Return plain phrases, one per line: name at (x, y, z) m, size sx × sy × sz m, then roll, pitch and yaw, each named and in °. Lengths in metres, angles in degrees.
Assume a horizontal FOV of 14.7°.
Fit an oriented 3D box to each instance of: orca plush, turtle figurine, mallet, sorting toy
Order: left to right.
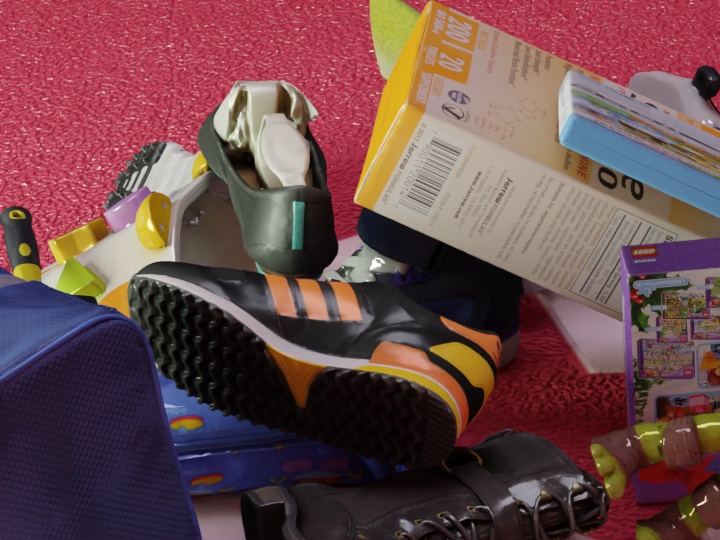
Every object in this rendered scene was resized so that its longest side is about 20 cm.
mallet at (-0.176, 0.005, 1.558) m, size 0.066 × 0.041 × 0.200 m, roll 1°, pitch 21°, yaw -4°
sorting toy at (-0.157, 0.015, 1.652) m, size 0.180 × 0.107 × 0.200 m, roll -20°, pitch 12°, yaw 21°
orca plush at (0.232, -0.069, 1.780) m, size 0.071 × 0.105 × 0.200 m, roll 21°, pitch 5°, yaw -25°
turtle figurine at (0.197, 0.074, 1.367) m, size 0.161 × 0.200 × 0.064 m, roll -26°, pitch 34°, yaw 12°

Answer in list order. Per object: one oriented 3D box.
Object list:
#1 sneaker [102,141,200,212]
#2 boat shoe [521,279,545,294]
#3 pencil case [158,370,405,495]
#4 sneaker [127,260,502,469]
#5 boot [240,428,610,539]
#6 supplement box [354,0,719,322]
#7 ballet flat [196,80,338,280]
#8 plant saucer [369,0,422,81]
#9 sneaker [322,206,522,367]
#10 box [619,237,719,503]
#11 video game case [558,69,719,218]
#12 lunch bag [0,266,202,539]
sneaker at (-0.094, -0.040, 1.792) m, size 0.200 × 0.090 × 0.067 m, roll -8°, pitch 51°, yaw 58°
boat shoe at (0.068, -0.024, 1.730) m, size 0.071 × 0.072 × 0.200 m, roll -16°, pitch 15°, yaw -5°
pencil case at (-0.069, 0.084, 1.492) m, size 0.200 × 0.078 × 0.087 m, roll -5°, pitch 2°, yaw 2°
sneaker at (-0.022, 0.035, 1.442) m, size 0.200 × 0.070 × 0.090 m, roll 20°, pitch 40°, yaw 22°
boot at (0.043, 0.131, 1.379) m, size 0.174 × 0.069 × 0.200 m, roll -12°, pitch 23°, yaw -14°
supplement box at (0.107, -0.054, 1.520) m, size 0.200 × 0.074 × 0.126 m, roll 24°, pitch 32°, yaw -7°
ballet flat at (-0.047, -0.066, 1.581) m, size 0.068 × 0.068 × 0.200 m, roll -5°, pitch 30°, yaw -14°
plant saucer at (0.100, -0.089, 1.732) m, size 0.200 × 0.048 × 0.200 m, roll 32°, pitch 6°, yaw -27°
sneaker at (0.000, 0.000, 1.580) m, size 0.200 × 0.147 × 0.081 m, roll -15°, pitch 26°, yaw -20°
box at (0.237, 0.046, 1.443) m, size 0.200 × 0.137 × 0.039 m, roll -4°, pitch 26°, yaw 1°
video game case at (0.167, -0.055, 1.410) m, size 0.143 × 0.018 × 0.200 m, roll 25°, pitch 11°, yaw -1°
lunch bag at (-0.179, 0.093, 1.352) m, size 0.136 × 0.200 × 0.132 m, roll -31°, pitch 32°, yaw -35°
